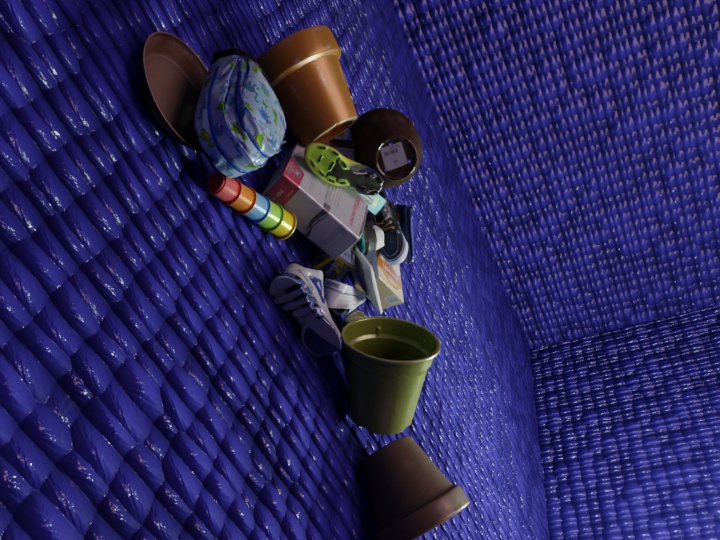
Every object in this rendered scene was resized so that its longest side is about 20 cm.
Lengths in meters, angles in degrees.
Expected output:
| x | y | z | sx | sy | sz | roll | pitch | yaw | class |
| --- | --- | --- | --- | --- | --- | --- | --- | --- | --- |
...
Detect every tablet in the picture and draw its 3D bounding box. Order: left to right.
| x | y | z | sx | sy | sz | roll | pitch | yaw | class |
| --- | --- | --- | --- | --- | --- | --- | --- | --- | --- |
| 0.000 | 0.000 | 1.384 | 0.200 | 0.014 | 0.131 | -125 | -162 | -56 | tablet |

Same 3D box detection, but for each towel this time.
| x | y | z | sx | sy | sz | roll | pitch | yaw | class |
| --- | --- | --- | --- | --- | --- | --- | --- | --- | --- |
| 0.115 | -0.102 | 1.610 | 0.200 | 0.024 | 0.146 | -127 | -148 | -81 | towel |

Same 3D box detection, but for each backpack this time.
| x | y | z | sx | sy | sz | roll | pitch | yaw | class |
| --- | --- | --- | --- | --- | --- | --- | --- | --- | --- |
| -0.194 | -0.245 | 0.991 | 0.164 | 0.152 | 0.201 | 64 | 35 | -39 | backpack |

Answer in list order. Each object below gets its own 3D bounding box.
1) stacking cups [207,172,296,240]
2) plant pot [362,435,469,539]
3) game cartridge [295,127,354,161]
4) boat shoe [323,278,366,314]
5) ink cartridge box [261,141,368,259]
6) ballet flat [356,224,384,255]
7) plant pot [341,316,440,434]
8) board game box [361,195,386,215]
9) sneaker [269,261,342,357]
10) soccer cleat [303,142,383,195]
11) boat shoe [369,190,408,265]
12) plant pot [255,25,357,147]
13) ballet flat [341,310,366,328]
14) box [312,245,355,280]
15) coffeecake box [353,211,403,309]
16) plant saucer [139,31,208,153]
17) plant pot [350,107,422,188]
| x | y | z | sx | sy | sz | roll | pitch | yaw | class |
| --- | --- | --- | --- | --- | --- | --- | --- | --- | --- |
| -0.192 | -0.120 | 1.087 | 0.200 | 0.060 | 0.061 | 36 | 41 | -54 | stacking cups |
| 0.092 | 0.434 | 1.224 | 0.176 | 0.199 | 0.200 | 61 | 17 | 19 | plant pot |
| -0.082 | -0.296 | 1.367 | 0.201 | 0.128 | 0.039 | -100 | -167 | -49 | game cartridge |
| -0.042 | 0.063 | 1.326 | 0.200 | 0.073 | 0.066 | 29 | 78 | -69 | boat shoe |
| -0.087 | -0.141 | 1.239 | 0.199 | 0.085 | 0.146 | 38 | 33 | -18 | ink cartridge box |
| 0.015 | -0.078 | 1.405 | 0.200 | 0.068 | 0.069 | -143 | -130 | -73 | ballet flat |
| 0.052 | 0.219 | 1.239 | 0.200 | 0.198 | 0.186 | -47 | 145 | -66 | plant pot |
| -0.043 | -0.213 | 1.433 | 0.151 | 0.047 | 0.200 | 38 | 5 | 28 | board game box |
| -0.090 | 0.059 | 1.171 | 0.200 | 0.080 | 0.116 | 60 | 26 | -27 | sneaker |
| -0.041 | -0.204 | 1.247 | 0.199 | 0.065 | 0.084 | 20 | 10 | -37 | soccer cleat |
| 0.060 | -0.108 | 1.509 | 0.091 | 0.070 | 0.201 | 48 | 25 | -42 | boat shoe |
| -0.103 | -0.359 | 1.250 | 0.184 | 0.199 | 0.200 | 60 | 22 | -3 | plant pot |
| 0.003 | 0.190 | 1.343 | 0.071 | 0.070 | 0.202 | -18 | 92 | -69 | ballet flat |
| -0.055 | -0.080 | 1.366 | 0.064 | 0.070 | 0.201 | 37 | 38 | -33 | box |
| 0.042 | -0.025 | 1.579 | 0.153 | 0.072 | 0.202 | 43 | 35 | -51 | coffeecake box |
| -0.290 | -0.280 | 0.988 | 0.201 | 0.036 | 0.202 | 52 | 28 | -44 | plant saucer |
| 0.062 | -0.264 | 1.372 | 0.200 | 0.186 | 0.188 | -109 | 175 | -72 | plant pot |
